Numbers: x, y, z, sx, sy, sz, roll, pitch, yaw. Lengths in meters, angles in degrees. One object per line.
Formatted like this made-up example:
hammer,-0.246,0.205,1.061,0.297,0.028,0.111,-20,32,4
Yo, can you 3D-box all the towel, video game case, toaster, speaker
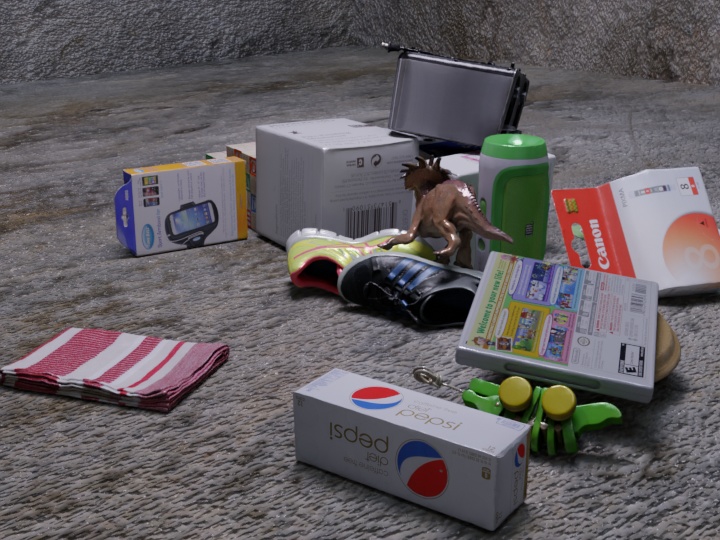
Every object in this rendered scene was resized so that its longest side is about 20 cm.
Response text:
towel,-0.254,0.095,1.059,0.198,0.023,0.144,6,19,16
video game case,0.200,0.050,1.008,0.180,0.022,0.200,11,31,12
toaster,0.135,-0.245,1.461,0.198,0.120,0.181,13,7,14
speaker,0.183,-0.060,1.241,0.088,0.202,0.089,0,19,0

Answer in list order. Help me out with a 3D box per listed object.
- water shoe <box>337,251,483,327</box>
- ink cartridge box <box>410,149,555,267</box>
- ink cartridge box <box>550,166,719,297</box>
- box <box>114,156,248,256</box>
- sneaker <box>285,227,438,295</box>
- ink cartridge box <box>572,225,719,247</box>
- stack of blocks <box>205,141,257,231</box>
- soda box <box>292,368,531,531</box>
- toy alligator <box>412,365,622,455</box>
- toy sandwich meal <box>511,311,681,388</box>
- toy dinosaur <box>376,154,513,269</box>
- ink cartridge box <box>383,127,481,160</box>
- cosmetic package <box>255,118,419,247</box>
water shoe,0.065,0.025,1.193,0.198,0.072,0.079,4,21,12
ink cartridge box,0.168,-0.085,1.402,0.199,0.146,0.084,-14,27,-37
ink cartridge box,0.354,-0.047,1.281,0.198,0.164,0.050,-4,-20,-18
box,-0.259,-0.092,1.459,0.199,0.120,0.041,-10,21,-29
sneaker,0.000,0.000,1.283,0.198,0.079,0.091,0,33,5
ink cartridge box,0.379,-0.028,1.368,0.198,0.060,0.104,-5,19,-16
stack of blocks,-0.180,-0.143,1.616,0.058,0.116,0.200,-10,21,-29
soda box,0.039,0.144,0.846,0.199,0.069,0.063,13,22,34
toy alligator,0.133,0.131,0.917,0.198,0.059,0.055,9,61,23
toy sandwich meal,0.235,0.078,1.057,0.203,0.071,0.206,3,30,-2
toy dinosaur,0.101,-0.079,1.224,0.085,0.137,0.199,18,-5,-35
ink cartridge box,0.116,-0.182,1.588,0.093,0.045,0.200,-11,26,-26
cosmetic package,-0.038,-0.120,1.470,0.164,0.167,0.200,-10,21,-33
